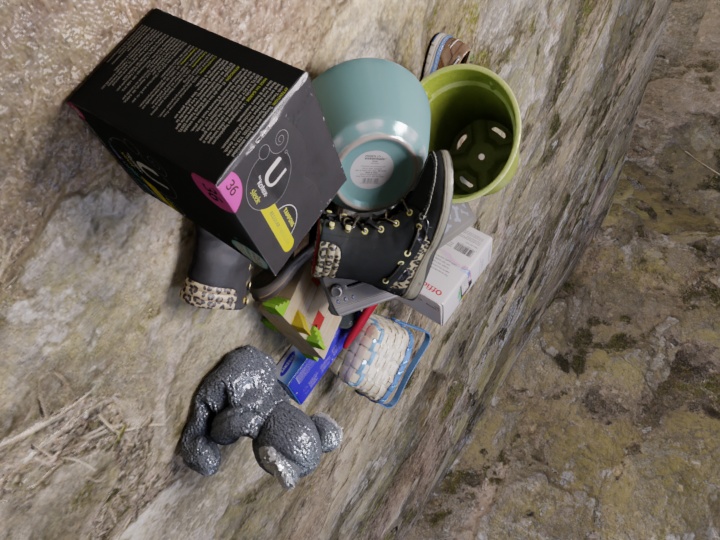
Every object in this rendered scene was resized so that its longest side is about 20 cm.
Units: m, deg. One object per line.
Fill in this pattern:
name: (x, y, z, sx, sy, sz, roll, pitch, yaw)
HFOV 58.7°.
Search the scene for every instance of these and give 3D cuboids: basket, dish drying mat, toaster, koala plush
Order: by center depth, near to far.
koala plush: (-0.135, 0.233, 0.947, 0.176, 0.197, 0.188, -17, 130, -55)
toaster: (0.012, -0.023, 0.971, 0.201, 0.126, 0.116, -70, 143, -62)
dish drying mat: (0.024, 0.050, 1.116, 0.202, 0.018, 0.077, -59, 173, 35)
basket: (0.044, 0.173, 1.277, 0.198, 0.138, 0.180, 30, 89, -37)

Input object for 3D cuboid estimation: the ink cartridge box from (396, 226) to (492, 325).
ink cartridge box: (0.166, -0.008, 1.346, 0.201, 0.143, 0.085, -49, 152, -25)

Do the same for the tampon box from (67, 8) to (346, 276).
tampon box: (-0.136, -0.120, 0.600, 0.127, 0.197, 0.151, -53, 153, -15)

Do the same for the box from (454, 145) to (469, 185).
box: (0.109, -0.143, 1.140, 0.094, 0.079, 0.199, -23, -169, 46)

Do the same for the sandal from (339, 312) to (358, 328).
sandal: (0.001, 0.001, 1.102, 0.074, 0.047, 0.207, 13, 89, -45)

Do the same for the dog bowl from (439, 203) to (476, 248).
dog bowl: (0.123, -0.073, 1.190, 0.197, 0.060, 0.200, -33, -175, 3)

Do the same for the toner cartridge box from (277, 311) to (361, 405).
toner cartridge box: (-0.073, 0.133, 1.148, 0.202, 0.042, 0.096, -53, 152, -20)

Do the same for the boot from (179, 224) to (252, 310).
boot: (-0.141, -0.033, 0.822, 0.198, 0.072, 0.154, -5, 119, -56)

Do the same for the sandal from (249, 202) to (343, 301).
sandal: (-0.096, -0.045, 0.920, 0.200, 0.081, 0.055, -47, 117, -9)

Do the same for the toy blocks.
toy blocks: (-0.079, 0.041, 1.008, 0.139, 0.098, 0.201, -65, 148, -22)

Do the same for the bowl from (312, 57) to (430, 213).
bowl: (0.011, -0.155, 0.833, 0.194, 0.107, 0.204, -8, 136, -8)

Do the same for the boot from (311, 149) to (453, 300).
boot: (0.025, -0.061, 0.802, 0.074, 0.149, 0.208, -98, -160, -57)

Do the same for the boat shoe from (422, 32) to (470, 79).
boat shoe: (0.138, -0.293, 1.097, 0.072, 0.071, 0.204, -34, 143, -44)

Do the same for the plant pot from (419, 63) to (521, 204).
plant pot: (0.176, -0.198, 1.025, 0.183, 0.197, 0.205, 6, 111, -65)
